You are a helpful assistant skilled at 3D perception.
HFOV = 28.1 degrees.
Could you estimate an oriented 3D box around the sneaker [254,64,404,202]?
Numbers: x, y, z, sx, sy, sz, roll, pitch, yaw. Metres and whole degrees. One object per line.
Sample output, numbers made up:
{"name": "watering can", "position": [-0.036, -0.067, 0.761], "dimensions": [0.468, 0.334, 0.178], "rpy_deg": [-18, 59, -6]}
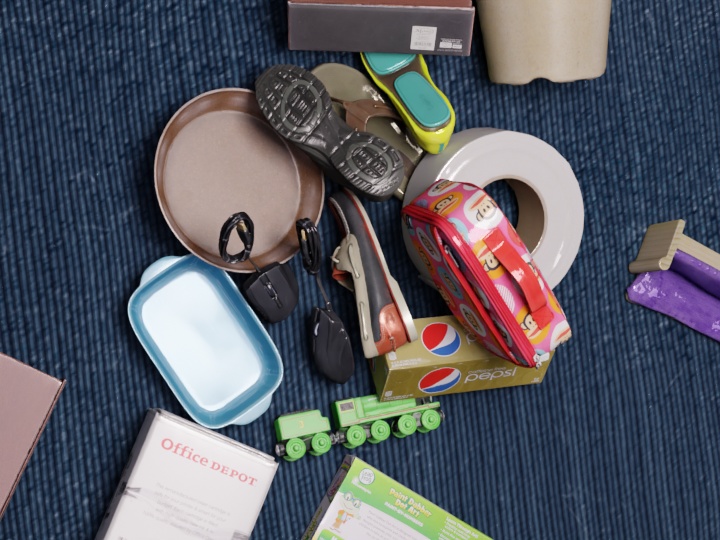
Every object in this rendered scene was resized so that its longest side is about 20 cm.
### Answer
{"name": "sneaker", "position": [-0.039, -0.140, 1.560], "dimensions": [0.076, 0.091, 0.200], "rpy_deg": [-44, 81, -11]}

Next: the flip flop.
{"name": "flip flop", "position": [0.017, -0.155, 1.610], "dimensions": [0.081, 0.058, 0.200], "rpy_deg": [-45, 100, -12]}

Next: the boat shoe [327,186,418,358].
{"name": "boat shoe", "position": [0.000, 0.000, 1.571], "dimensions": [0.062, 0.071, 0.202], "rpy_deg": [-22, 68, -1]}

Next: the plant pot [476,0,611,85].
{"name": "plant pot", "position": [0.205, -0.307, 1.616], "dimensions": [0.198, 0.200, 0.186], "rpy_deg": [-7, 101, -16]}

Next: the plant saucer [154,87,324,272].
{"name": "plant saucer", "position": [-0.134, -0.096, 1.561], "dimensions": [0.198, 0.034, 0.203], "rpy_deg": [5, 79, -26]}

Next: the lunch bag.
{"name": "lunch bag", "position": [0.136, 0.004, 1.490], "dimensions": [0.082, 0.176, 0.201], "rpy_deg": [-37, 109, -10]}

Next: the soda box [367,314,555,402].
{"name": "soda box", "position": [0.112, 0.093, 1.612], "dimensions": [0.198, 0.068, 0.064], "rpy_deg": [-6, 54, -16]}

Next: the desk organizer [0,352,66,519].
{"name": "desk organizer", "position": [-0.381, 0.188, 1.477], "dimensions": [0.076, 0.072, 0.202], "rpy_deg": [26, 81, -11]}

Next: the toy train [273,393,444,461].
{"name": "toy train", "position": [-0.002, 0.167, 1.603], "dimensions": [0.198, 0.042, 0.057], "rpy_deg": [-11, 80, -16]}

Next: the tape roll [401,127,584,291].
{"name": "tape roll", "position": [0.148, -0.058, 1.618], "dimensions": [0.200, 0.071, 0.205], "rpy_deg": [-4, 101, -20]}

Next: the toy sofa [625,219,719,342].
{"name": "toy sofa", "position": [0.421, 0.026, 1.707], "dimensions": [0.198, 0.083, 0.098], "rpy_deg": [27, 80, -14]}

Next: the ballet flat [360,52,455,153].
{"name": "ballet flat", "position": [0.049, -0.210, 1.608], "dimensions": [0.066, 0.067, 0.201], "rpy_deg": [-23, 59, -6]}

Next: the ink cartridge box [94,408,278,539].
{"name": "ink cartridge box", "position": [-0.193, 0.264, 1.520], "dimensions": [0.144, 0.085, 0.202], "rpy_deg": [25, 83, -14]}

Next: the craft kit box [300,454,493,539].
{"name": "craft kit box", "position": [0.023, 0.340, 1.601], "dimensions": [0.199, 0.048, 0.199], "rpy_deg": [32, 82, -13]}

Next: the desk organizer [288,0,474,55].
{"name": "desk organizer", "position": [0.022, -0.290, 1.566], "dimensions": [0.197, 0.072, 0.078], "rpy_deg": [2, 56, 0]}

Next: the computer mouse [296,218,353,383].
{"name": "computer mouse", "position": [-0.047, 0.037, 1.550], "dimensions": [0.034, 0.059, 0.202], "rpy_deg": [-22, 115, -18]}

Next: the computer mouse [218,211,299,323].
{"name": "computer mouse", "position": [-0.104, 0.003, 1.512], "dimensions": [0.058, 0.200, 0.034], "rpy_deg": [-34, 59, -4]}

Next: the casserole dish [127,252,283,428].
{"name": "casserole dish", "position": [-0.169, 0.076, 1.558], "dimensions": [0.121, 0.039, 0.201], "rpy_deg": [-35, 97, -14]}
